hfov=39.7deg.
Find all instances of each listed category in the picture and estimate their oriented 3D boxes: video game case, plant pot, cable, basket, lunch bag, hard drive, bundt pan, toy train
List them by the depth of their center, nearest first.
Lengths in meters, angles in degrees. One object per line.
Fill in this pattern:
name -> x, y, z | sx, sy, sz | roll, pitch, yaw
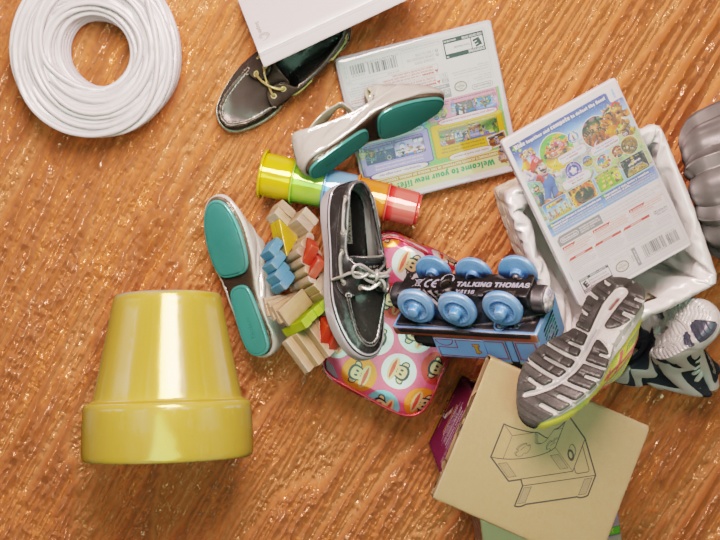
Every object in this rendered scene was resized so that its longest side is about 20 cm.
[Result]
video game case -> 0.256, -0.084, 1.087 | 0.141, 0.018, 0.203 | -28, 98, 1
toy train -> 0.127, 0.049, 1.110 | 0.197, 0.087, 0.116 | 0, 129, 32
hard drive -> -0.038, -0.315, 1.148 | 0.197, 0.133, 0.027 | -25, 134, 1
cable -> -0.308, -0.257, 1.167 | 0.197, 0.069, 0.203 | -23, 99, 1
plant pot -> -0.225, 0.124, 1.170 | 0.196, 0.201, 0.193 | -1, 84, -3
bundt pan -> 0.426, -0.101, 1.174 | 0.074, 0.202, 0.206 | -13, 100, 24
basket -> 0.277, -0.047, 1.180 | 0.195, 0.161, 0.203 | -24, 99, 0
video game case -> 0.082, -0.190, 1.220 | 0.196, 0.022, 0.186 | -14, 98, -2
lunch bag -> 0.036, 0.059, 1.221 | 0.174, 0.082, 0.203 | 27, 96, -6

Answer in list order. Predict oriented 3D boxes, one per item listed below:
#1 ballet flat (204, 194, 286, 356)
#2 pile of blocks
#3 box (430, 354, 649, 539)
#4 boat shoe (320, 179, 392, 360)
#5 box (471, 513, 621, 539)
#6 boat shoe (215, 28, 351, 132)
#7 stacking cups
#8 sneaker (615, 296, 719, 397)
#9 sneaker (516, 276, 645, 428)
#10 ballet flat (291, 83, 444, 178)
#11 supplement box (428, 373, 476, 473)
ballet flat -> -0.136, 0.003, 1.210 | 0.068, 0.069, 0.204 | -17, 99, 0
pile of blocks -> -0.069, 0.012, 1.155 | 0.081, 0.062, 0.204 | -11, 80, -38
box -> 0.195, 0.206, 1.078 | 0.197, 0.021, 0.166 | 24, 87, -5
boat shoe -> 0.002, 0.000, 1.127 | 0.072, 0.068, 0.204 | 0, 85, -31
box -> 0.240, 0.374, 1.269 | 0.172, 0.097, 0.204 | -10, 99, -1
boat shoe -> -0.094, -0.240, 1.184 | 0.200, 0.061, 0.072 | -40, 98, 3
stacking cups -> -0.025, -0.093, 1.191 | 0.196, 0.060, 0.062 | 14, 97, 6
sneaker -> 0.402, 0.097, 1.206 | 0.127, 0.200, 0.081 | 12, 57, -16
sneaker -> 0.240, 0.103, 1.054 | 0.200, 0.078, 0.091 | -42, 139, -22
ballet flat -> 0.005, -0.180, 1.171 | 0.198, 0.069, 0.070 | -29, 99, -12
supplement box -> 0.166, 0.215, 1.190 | 0.129, 0.200, 0.105 | 26, 96, -7
